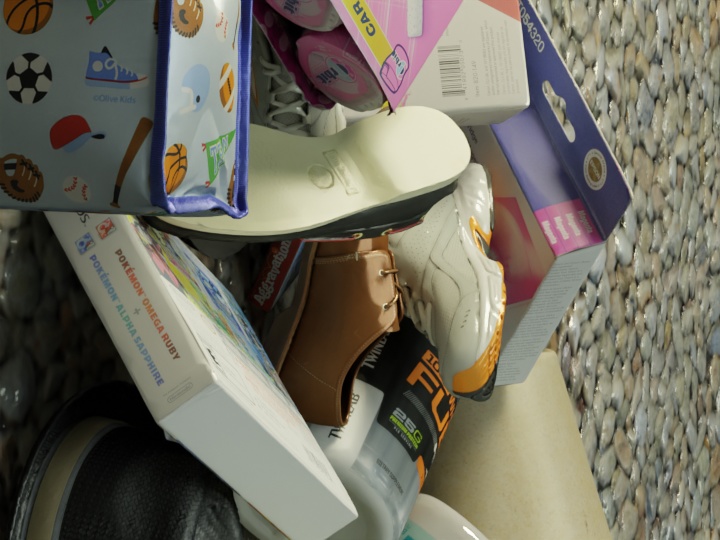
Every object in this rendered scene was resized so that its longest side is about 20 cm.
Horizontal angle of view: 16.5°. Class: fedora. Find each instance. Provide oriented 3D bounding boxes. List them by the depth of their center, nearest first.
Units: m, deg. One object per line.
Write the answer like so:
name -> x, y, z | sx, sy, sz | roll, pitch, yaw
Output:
fedora -> -0.120, 0.164, 1.384 | 0.201, 0.091, 0.201 | 6, 90, -66

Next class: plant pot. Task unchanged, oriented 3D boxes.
plant pot -> 0.089, 0.155, 1.764 | 0.200, 0.200, 0.184 | -5, 86, -65

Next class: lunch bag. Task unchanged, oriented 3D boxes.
lunch bag -> -0.146, -0.129, 1.226 | 0.124, 0.170, 0.200 | 4, 90, -70

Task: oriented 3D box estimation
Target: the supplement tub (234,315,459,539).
supplement tub -> -0.002, 0.084, 1.612 | 0.200, 0.122, 0.123 | -65, 147, -41

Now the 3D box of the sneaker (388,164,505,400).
sneaker -> 0.039, 0.009, 1.552 | 0.200, 0.092, 0.076 | -96, -171, -53

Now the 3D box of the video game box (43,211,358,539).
video game box -> -0.091, 0.046, 1.384 | 0.182, 0.047, 0.200 | 61, 6, 34

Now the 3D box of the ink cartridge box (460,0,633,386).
ink cartridge box -> 0.091, -0.057, 1.663 | 0.197, 0.043, 0.200 | 65, -31, 32

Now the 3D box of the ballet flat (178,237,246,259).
ballet flat -> -0.120, -0.078, 1.439 | 0.067, 0.046, 0.200 | -41, 138, -4

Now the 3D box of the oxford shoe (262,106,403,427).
oxford shoe -> 0.000, 0.000, 1.496 | 0.071, 0.071, 0.200 | -24, 134, -68

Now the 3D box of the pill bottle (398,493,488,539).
pill bottle -> 0.008, 0.248, 1.601 | 0.200, 0.111, 0.111 | -46, 141, -13

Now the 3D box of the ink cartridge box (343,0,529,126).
ink cartridge box -> -0.003, -0.146, 1.560 | 0.067, 0.200, 0.117 | 157, -73, -75

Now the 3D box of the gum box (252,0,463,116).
gum box -> -0.016, -0.188, 1.350 | 0.114, 0.066, 0.200 | -59, 137, -28

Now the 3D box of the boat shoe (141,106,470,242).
boat shoe -> -0.035, -0.044, 1.390 | 0.201, 0.063, 0.074 | -10, 63, -30

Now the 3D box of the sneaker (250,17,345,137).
sneaker -> -0.044, -0.121, 1.451 | 0.092, 0.076, 0.200 | -85, 176, -78

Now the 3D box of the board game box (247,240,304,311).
board game box -> -0.011, -0.063, 1.640 | 0.200, 0.019, 0.103 | -53, 172, -51
